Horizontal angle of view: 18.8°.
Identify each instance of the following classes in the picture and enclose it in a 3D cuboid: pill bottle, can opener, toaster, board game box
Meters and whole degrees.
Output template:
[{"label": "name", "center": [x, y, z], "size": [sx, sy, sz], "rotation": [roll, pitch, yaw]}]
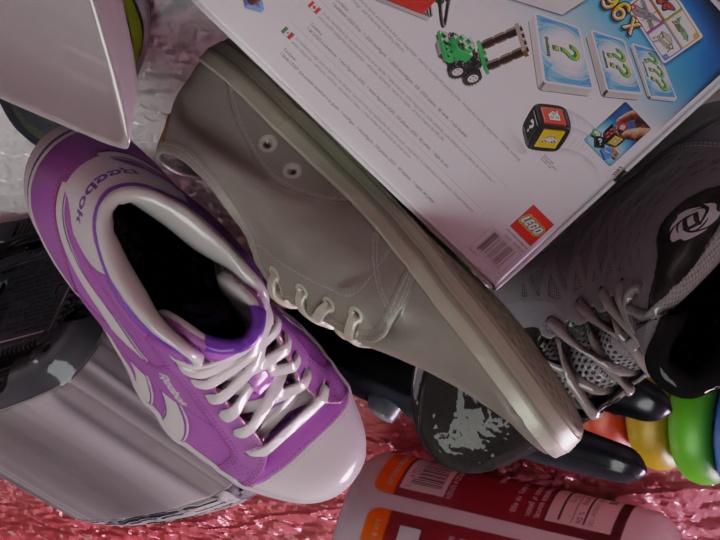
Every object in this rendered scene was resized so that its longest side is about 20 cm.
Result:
[{"label": "pill bottle", "center": [0.088, 0.162, 1.048], "size": [0.199, 0.113, 0.113], "rotation": [12, 145, 15]}, {"label": "can opener", "center": [0.040, 0.043, 0.909], "size": [0.199, 0.064, 0.078], "rotation": [25, -178, 34]}, {"label": "toaster", "center": [-0.113, 0.043, 0.994], "size": [0.129, 0.114, 0.199], "rotation": [38, 147, -29]}, {"label": "board game box", "center": [0.022, -0.102, 0.714], "size": [0.126, 0.035, 0.200], "rotation": [-42, 113, 12]}]

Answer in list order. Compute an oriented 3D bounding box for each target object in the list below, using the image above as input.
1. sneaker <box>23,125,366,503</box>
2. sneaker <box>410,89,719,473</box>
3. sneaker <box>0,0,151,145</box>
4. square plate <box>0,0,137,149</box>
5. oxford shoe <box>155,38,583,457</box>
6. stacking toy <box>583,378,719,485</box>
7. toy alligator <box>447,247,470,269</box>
[{"label": "sneaker", "center": [-0.053, 0.035, 0.849], "size": [0.201, 0.073, 0.114], "rotation": [48, 172, -29]}, {"label": "sneaker", "center": [0.088, 0.022, 0.776], "size": [0.075, 0.116, 0.200], "rotation": [36, 114, -17]}, {"label": "sneaker", "center": [-0.123, -0.104, 0.821], "size": [0.073, 0.081, 0.201], "rotation": [17, 146, 6]}, {"label": "square plate", "center": [-0.139, -0.154, 0.699], "size": [0.198, 0.028, 0.201], "rotation": [24, 132, 47]}, {"label": "oxford shoe", "center": [0.000, 0.000, 0.763], "size": [0.200, 0.058, 0.075], "rotation": [44, 180, 21]}, {"label": "stacking toy", "center": [0.144, 0.060, 0.914], "size": [0.199, 0.086, 0.086], "rotation": [6, 144, 30]}, {"label": "toy alligator", "center": [0.076, -0.023, 0.850], "size": [0.199, 0.055, 0.059], "rotation": [-10, 136, 38]}]
